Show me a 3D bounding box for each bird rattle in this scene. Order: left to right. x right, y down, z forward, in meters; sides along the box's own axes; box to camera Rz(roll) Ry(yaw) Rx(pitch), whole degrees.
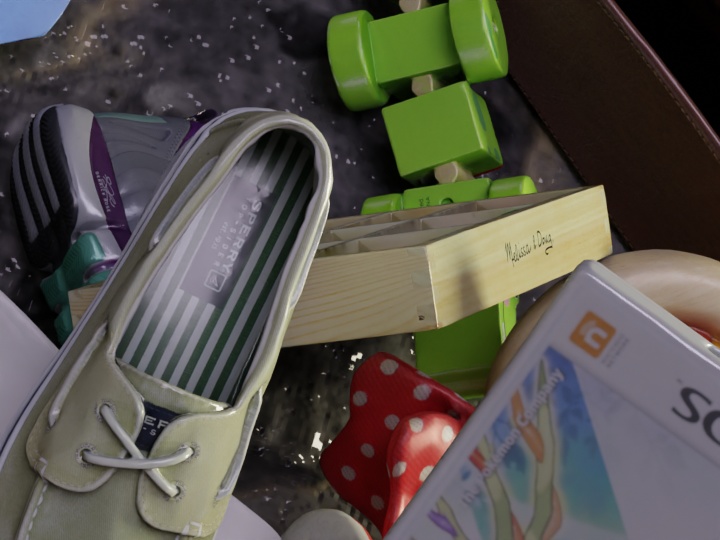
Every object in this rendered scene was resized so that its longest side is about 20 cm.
[{"bbox_3d":[0.095,0.069,1.029,0.200,0.113,0.163,29,92,-1],"label":"bird rattle"}]

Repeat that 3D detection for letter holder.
[{"bbox_3d":[0.162,-0.066,1.090,0.101,0.142,0.200,-33,86,-28],"label":"letter holder"}]

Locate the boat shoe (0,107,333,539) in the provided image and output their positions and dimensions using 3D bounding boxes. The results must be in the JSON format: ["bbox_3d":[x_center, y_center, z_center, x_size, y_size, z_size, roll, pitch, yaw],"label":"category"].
[{"bbox_3d":[-0.064,0.040,0.803,0.072,0.062,0.200,22,81,-5],"label":"boat shoe"}]

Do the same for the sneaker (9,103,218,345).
[{"bbox_3d":[-0.062,0.029,1.007,0.088,0.074,0.200,-7,74,-29],"label":"sneaker"}]

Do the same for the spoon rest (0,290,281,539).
[{"bbox_3d":[-0.109,0.055,0.852,0.200,0.061,0.099,28,65,-16],"label":"spoon rest"}]

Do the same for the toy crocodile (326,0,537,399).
[{"bbox_3d":[0.033,-0.047,1.081,0.067,0.062,0.200,-13,76,15],"label":"toy crocodile"}]

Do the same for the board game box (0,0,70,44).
[{"bbox_3d":[-0.197,-0.146,1.033,0.200,0.039,0.158,-13,82,-20],"label":"board game box"}]

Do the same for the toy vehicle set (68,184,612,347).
[{"bbox_3d":[0.000,0.000,0.946,0.200,0.124,0.027,-20,102,-69],"label":"toy vehicle set"}]

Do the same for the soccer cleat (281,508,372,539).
[{"bbox_3d":[-0.038,0.177,0.943,0.085,0.069,0.200,22,78,-45],"label":"soccer cleat"}]

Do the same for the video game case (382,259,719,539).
[{"bbox_3d":[0.089,0.128,0.881,0.182,0.022,0.200,36,105,5],"label":"video game case"}]
